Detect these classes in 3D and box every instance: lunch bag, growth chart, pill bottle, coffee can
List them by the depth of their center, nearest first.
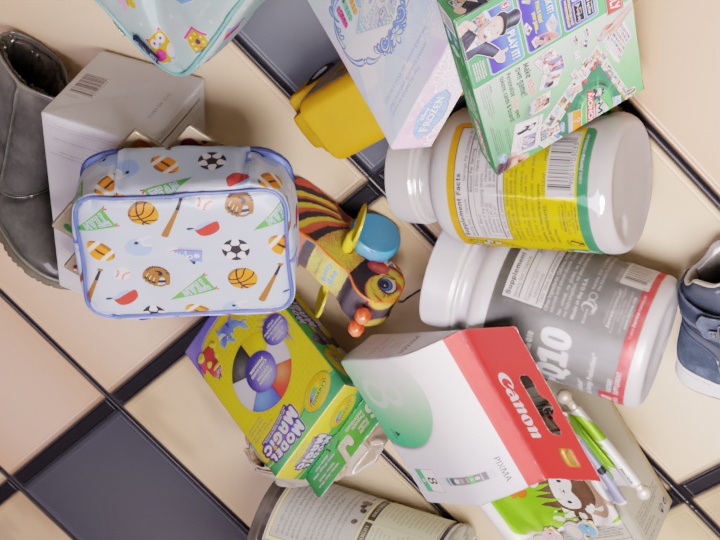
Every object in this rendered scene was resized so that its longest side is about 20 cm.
[{"bbox_3d":[0.124,-0.074,1.407,0.198,0.113,0.114,5,128,27],"label":"pill bottle"},{"bbox_3d":[-0.148,-0.265,1.437,0.160,0.077,0.200,45,134,-2],"label":"lunch bag"},{"bbox_3d":[0.157,0.031,1.471,0.198,0.114,0.115,18,133,17],"label":"pill bottle"},{"bbox_3d":[-0.152,-0.028,1.501,0.198,0.076,0.161,-1,132,1],"label":"lunch bag"},{"bbox_3d":[0.167,0.188,1.560,0.145,0.018,0.200,46,138,-9],"label":"growth chart"},{"bbox_3d":[-0.001,0.297,1.761,0.198,0.147,0.147,14,131,21],"label":"coffee can"}]

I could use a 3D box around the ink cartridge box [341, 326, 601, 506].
[{"bbox_3d":[0.090,0.127,1.486,0.199,0.050,0.162,-4,122,56],"label":"ink cartridge box"}]

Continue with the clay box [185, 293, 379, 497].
[{"bbox_3d":[-0.071,0.101,1.616,0.115,0.047,0.200,-54,53,18],"label":"clay box"}]

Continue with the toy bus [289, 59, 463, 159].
[{"bbox_3d":[0.019,-0.150,1.433,0.199,0.078,0.065,-25,110,42],"label":"toy bus"}]

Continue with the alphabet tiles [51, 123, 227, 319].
[{"bbox_3d":[-0.167,-0.039,1.542,0.166,0.006,0.200,32,123,-23],"label":"alphabet tiles"}]

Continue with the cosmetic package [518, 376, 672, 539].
[{"bbox_3d":[0.188,0.165,1.592,0.103,0.073,0.201,-15,116,39],"label":"cosmetic package"}]

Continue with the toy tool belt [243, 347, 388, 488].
[{"bbox_3d":[-0.034,0.132,1.667,0.199,0.125,0.123,-20,122,40],"label":"toy tool belt"}]

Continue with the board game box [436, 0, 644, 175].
[{"bbox_3d":[0.134,-0.161,1.258,0.029,0.134,0.200,57,175,31],"label":"board game box"}]

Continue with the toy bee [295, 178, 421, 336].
[{"bbox_3d":[0.000,0.000,1.548,0.198,0.109,0.132,16,130,19],"label":"toy bee"}]

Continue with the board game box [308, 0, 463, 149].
[{"bbox_3d":[0.035,-0.231,1.299,0.200,0.043,0.201,63,141,30],"label":"board game box"}]

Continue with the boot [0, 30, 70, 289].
[{"bbox_3d":[-0.300,-0.101,1.666,0.182,0.072,0.201,42,131,12],"label":"boot"}]

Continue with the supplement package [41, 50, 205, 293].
[{"bbox_3d":[-0.211,-0.078,1.606,0.109,0.114,0.201,17,132,16],"label":"supplement package"}]

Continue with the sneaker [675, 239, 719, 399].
[{"bbox_3d":[0.346,0.049,1.399,0.200,0.077,0.147,12,133,24],"label":"sneaker"}]
